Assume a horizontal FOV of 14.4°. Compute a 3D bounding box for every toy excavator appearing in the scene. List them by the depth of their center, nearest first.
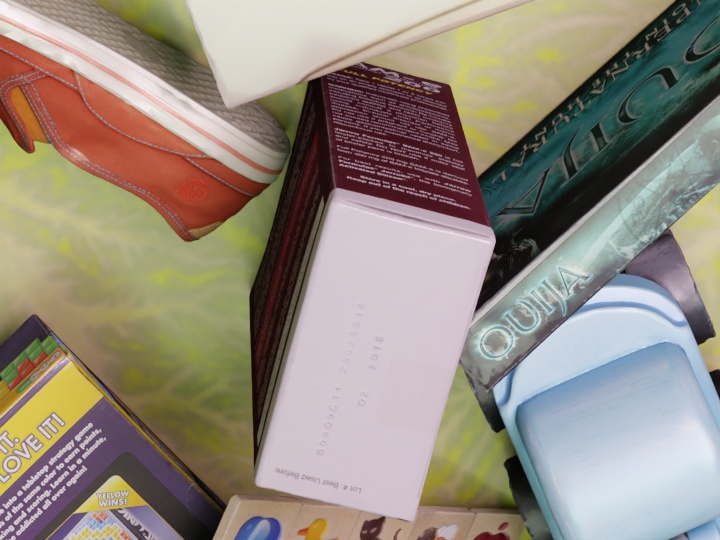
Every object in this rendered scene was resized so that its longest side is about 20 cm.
[{"bbox_3d":[0.115,0.106,1.078,0.099,0.200,0.195,-22,108,5],"label":"toy excavator"}]

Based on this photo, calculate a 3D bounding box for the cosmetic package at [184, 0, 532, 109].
[{"bbox_3d":[0.031,-0.136,1.047,0.199,0.104,0.074,-20,109,6],"label":"cosmetic package"}]

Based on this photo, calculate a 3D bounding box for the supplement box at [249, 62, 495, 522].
[{"bbox_3d":[0.000,0.000,1.039,0.060,0.200,0.110,13,108,-8],"label":"supplement box"}]

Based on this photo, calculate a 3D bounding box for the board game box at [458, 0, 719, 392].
[{"bbox_3d":[0.106,-0.051,1.061,0.200,0.135,0.028,-43,105,11],"label":"board game box"}]

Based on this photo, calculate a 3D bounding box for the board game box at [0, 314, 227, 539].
[{"bbox_3d":[-0.140,0.146,1.122,0.200,0.057,0.165,-43,115,-3],"label":"board game box"}]

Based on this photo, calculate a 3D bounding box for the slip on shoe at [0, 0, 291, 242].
[{"bbox_3d":[-0.122,-0.076,1.081,0.199,0.074,0.061,32,108,-17],"label":"slip on shoe"}]

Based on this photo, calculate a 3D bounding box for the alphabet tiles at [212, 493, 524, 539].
[{"bbox_3d":[-0.033,0.164,1.132,0.199,0.008,0.168,8,113,-45],"label":"alphabet tiles"}]
